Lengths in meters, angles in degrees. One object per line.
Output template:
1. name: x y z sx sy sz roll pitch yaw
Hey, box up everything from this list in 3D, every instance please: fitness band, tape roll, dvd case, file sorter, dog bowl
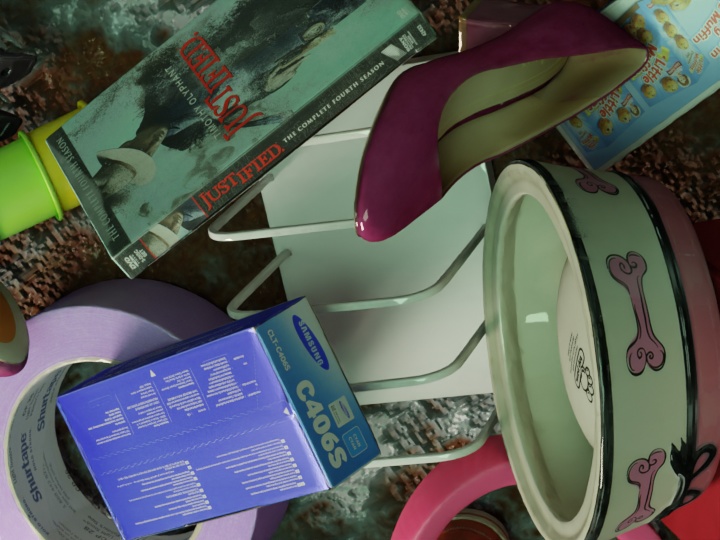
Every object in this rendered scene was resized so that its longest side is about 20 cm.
1. fitness band: 0.094 0.175 1.240 0.144 0.037 0.200 -48 126 4
2. tape roll: -0.142 0.110 1.328 0.198 0.066 0.202 6 107 20
3. dvd case: -0.068 -0.095 1.153 0.200 0.146 0.022 -39 126 2
4. file sorter: 0.000 0.000 1.215 0.138 0.125 0.202 -6 109 21
5. dog bowl: 0.123 0.039 1.108 0.073 0.200 0.202 -7 112 -12

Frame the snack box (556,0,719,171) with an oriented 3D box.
1. snack box: 0.180 -0.134 1.157 0.200 0.024 0.072 -36 95 27

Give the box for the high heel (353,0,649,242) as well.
1. high heel: 0.070 -0.076 1.097 0.095 0.200 0.068 15 138 21

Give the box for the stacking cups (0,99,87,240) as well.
1. stacking cups: -0.239 -0.034 1.260 0.199 0.060 0.061 -24 105 -11

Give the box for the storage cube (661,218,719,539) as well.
1. storage cube: 0.264 0.072 1.092 0.198 0.180 0.172 -10 112 -17

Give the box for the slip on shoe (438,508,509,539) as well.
1. slip on shoe: 0.065 0.243 1.324 0.073 0.061 0.202 3 117 15

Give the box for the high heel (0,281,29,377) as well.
1. high heel: -0.270 0.035 1.316 0.200 0.067 0.097 35 113 33

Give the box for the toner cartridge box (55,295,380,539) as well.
1. toner cartridge box: -0.082 0.085 1.198 0.199 0.043 0.096 -19 99 49

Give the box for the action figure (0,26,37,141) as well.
1. action figure: -0.278 -0.159 1.278 0.200 0.069 0.131 43 125 15
